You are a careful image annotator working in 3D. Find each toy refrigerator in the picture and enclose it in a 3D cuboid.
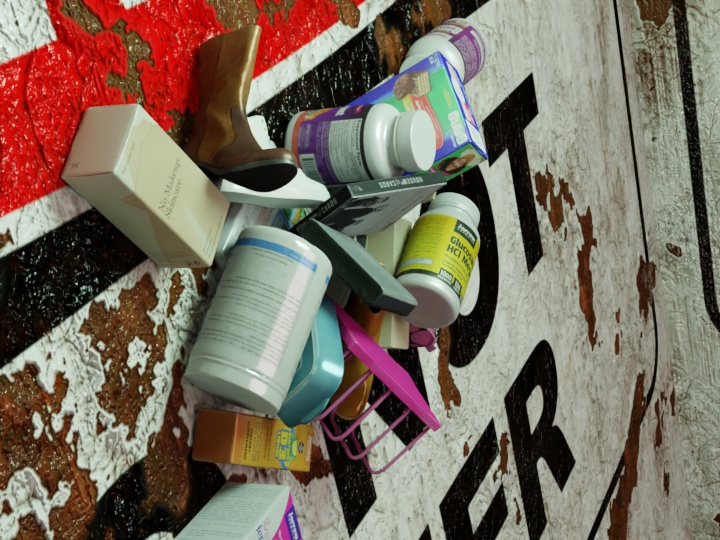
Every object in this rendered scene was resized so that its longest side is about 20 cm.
[{"bbox_3d":[0.034,0.021,1.829,0.070,0.075,0.204,13,77,-61],"label":"toy refrigerator"}]

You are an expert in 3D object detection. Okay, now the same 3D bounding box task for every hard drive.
[{"bbox_3d":[0.000,0.000,1.568,0.033,0.140,0.200,-47,165,6],"label":"hard drive"}]

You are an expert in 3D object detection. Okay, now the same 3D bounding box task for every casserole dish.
[{"bbox_3d":[-0.079,0.108,1.496,0.039,0.121,0.202,31,30,-31],"label":"casserole dish"}]

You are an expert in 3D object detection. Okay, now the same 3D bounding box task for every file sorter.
[{"bbox_3d":[-0.012,0.163,1.591,0.200,0.125,0.139,46,5,-32],"label":"file sorter"}]

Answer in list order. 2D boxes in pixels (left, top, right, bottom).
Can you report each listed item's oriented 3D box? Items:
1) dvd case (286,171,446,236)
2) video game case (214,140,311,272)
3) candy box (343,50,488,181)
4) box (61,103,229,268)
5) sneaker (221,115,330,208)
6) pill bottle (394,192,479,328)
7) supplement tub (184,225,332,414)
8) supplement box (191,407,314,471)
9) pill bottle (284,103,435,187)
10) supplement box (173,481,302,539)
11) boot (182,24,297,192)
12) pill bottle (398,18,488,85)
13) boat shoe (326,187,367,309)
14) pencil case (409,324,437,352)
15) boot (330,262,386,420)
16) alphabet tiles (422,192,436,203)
[{"bbox_3d":[0.008,-0.086,1.613,0.198,0.150,0.025,-13,74,-46],"label":"dvd case"},{"bbox_3d":[-0.123,-0.041,1.586,0.183,0.023,0.202,61,38,-42],"label":"video game case"},{"bbox_3d":[0.069,-0.199,1.722,0.077,0.198,0.171,31,37,-54],"label":"candy box"},{"bbox_3d":[-0.237,-0.091,1.310,0.200,0.076,0.096,48,49,-52],"label":"box"},{"bbox_3d":[-0.116,-0.145,1.514,0.198,0.073,0.118,7,76,-48],"label":"sneaker"},{"bbox_3d":[0.122,-0.020,1.799,0.113,0.111,0.202,61,38,-41],"label":"pill bottle"},{"bbox_3d":[-0.124,0.060,1.439,0.132,0.130,0.203,47,59,-51],"label":"supplement tub"},{"bbox_3d":[-0.135,0.222,1.508,0.199,0.068,0.068,24,71,-62],"label":"supplement box"},{"bbox_3d":[0.001,-0.176,1.639,0.111,0.197,0.114,3,86,-62],"label":"pill bottle"},{"bbox_3d":[-0.162,0.356,1.417,0.200,0.102,0.103,-46,128,-55],"label":"supplement box"},{"bbox_3d":[-0.136,-0.194,1.394,0.068,0.186,0.204,22,71,-41],"label":"boot"},{"bbox_3d":[0.141,-0.359,2.005,0.200,0.110,0.114,-45,128,-54],"label":"pill bottle"},{"bbox_3d":[-0.020,-0.032,1.728,0.060,0.075,0.204,26,67,-53],"label":"boat shoe"},{"bbox_3d":[0.116,0.036,1.974,0.093,0.091,0.202,33,55,-16],"label":"pencil case"},{"bbox_3d":[0.000,0.101,1.696,0.145,0.069,0.204,118,-20,-58],"label":"boot"},{"bbox_3d":[0.077,-0.171,1.792,0.006,0.198,0.169,30,61,-38],"label":"alphabet tiles"}]
